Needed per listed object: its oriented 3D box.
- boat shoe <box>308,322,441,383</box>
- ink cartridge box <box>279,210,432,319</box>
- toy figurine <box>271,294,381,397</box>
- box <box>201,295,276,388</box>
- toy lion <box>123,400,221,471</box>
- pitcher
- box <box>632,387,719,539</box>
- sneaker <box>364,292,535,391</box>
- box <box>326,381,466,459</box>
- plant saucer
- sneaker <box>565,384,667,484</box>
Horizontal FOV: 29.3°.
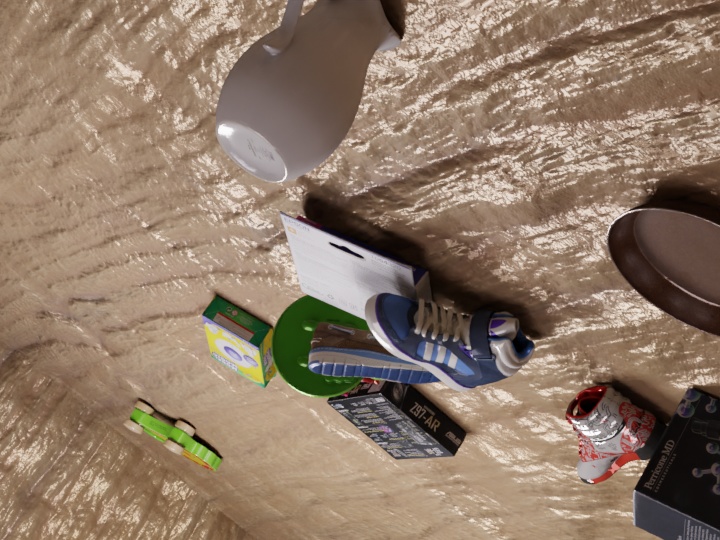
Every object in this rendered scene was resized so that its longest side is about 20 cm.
[{"bbox_3d":[0.034,0.101,1.783,0.198,0.073,0.072,7,159,-7],"label":"boat shoe"},{"bbox_3d":[0.000,0.000,1.782,0.195,0.043,0.200,24,153,20],"label":"ink cartridge box"},{"bbox_3d":[-0.018,0.127,2.000,0.198,0.151,0.184,4,166,7],"label":"toy figurine"},{"bbox_3d":[-0.200,0.127,2.304,0.117,0.049,0.200,29,158,14],"label":"box"},{"bbox_3d":[-0.412,0.386,3.103,0.199,0.069,0.192,21,162,30],"label":"toy lion"},{"bbox_3d":[-0.054,-0.196,1.263,0.121,0.200,0.172,20,152,30],"label":"pitcher"},{"bbox_3d":[0.430,0.252,1.557,0.199,0.149,0.107,23,155,24],"label":"box"},{"bbox_3d":[0.121,0.068,1.683,0.200,0.081,0.146,36,135,-26],"label":"sneaker"},{"bbox_3d":[0.054,0.233,2.169,0.160,0.044,0.200,40,157,-14],"label":"box"},{"bbox_3d":[0.334,-0.005,1.328,0.199,0.035,0.201,30,157,14],"label":"plant saucer"},{"bbox_3d":[0.300,0.204,1.750,0.108,0.067,0.201,37,154,-3],"label":"sneaker"}]
